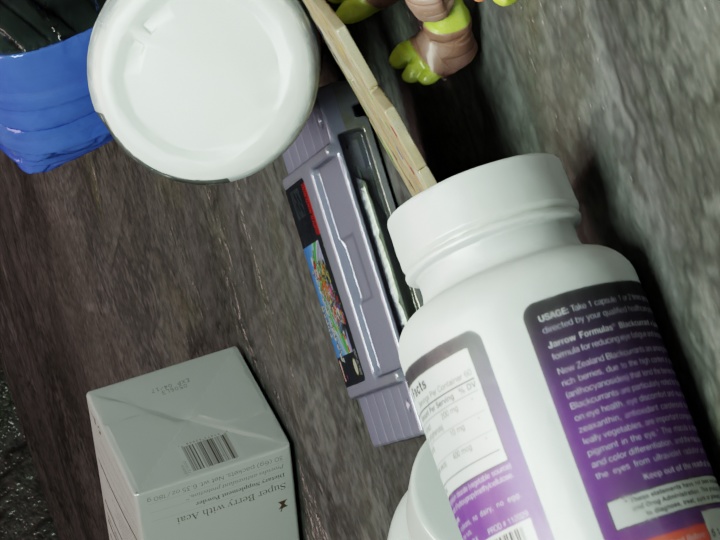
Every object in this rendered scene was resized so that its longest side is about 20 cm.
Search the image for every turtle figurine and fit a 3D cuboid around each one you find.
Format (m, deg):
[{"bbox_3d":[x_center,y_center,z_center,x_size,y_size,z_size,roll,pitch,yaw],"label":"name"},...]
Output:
[{"bbox_3d":[0.011,-0.169,1.344,0.199,0.064,0.162,33,155,21],"label":"turtle figurine"}]

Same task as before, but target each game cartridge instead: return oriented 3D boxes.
[{"bbox_3d":[0.000,0.000,1.673,0.130,0.038,0.201,153,100,-72],"label":"game cartridge"}]

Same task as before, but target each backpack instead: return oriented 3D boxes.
[{"bbox_3d":[-0.217,-0.160,2.081,0.200,0.162,0.169,34,149,49],"label":"backpack"}]

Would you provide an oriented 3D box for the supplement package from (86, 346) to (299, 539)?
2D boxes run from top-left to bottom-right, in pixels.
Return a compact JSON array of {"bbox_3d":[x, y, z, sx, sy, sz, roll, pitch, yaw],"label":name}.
[{"bbox_3d":[-0.116,0.180,2.139,0.120,0.120,0.201,-123,21,-46],"label":"supplement package"}]

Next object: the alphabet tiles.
[{"bbox_3d":[0.017,-0.063,1.431,0.168,0.008,0.200,60,180,-21],"label":"alphabet tiles"}]

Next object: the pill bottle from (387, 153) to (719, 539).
[{"bbox_3d":[0.082,0.058,1.261,0.111,0.111,0.201,120,132,-71],"label":"pill bottle"}]

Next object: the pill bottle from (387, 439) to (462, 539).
[{"bbox_3d":[0.067,0.159,1.432,0.201,0.112,0.114,94,155,-53],"label":"pill bottle"}]

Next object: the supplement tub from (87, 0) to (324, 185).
[{"bbox_3d":[-0.080,-0.123,1.590,0.200,0.122,0.123,-88,-15,-76],"label":"supplement tub"}]
